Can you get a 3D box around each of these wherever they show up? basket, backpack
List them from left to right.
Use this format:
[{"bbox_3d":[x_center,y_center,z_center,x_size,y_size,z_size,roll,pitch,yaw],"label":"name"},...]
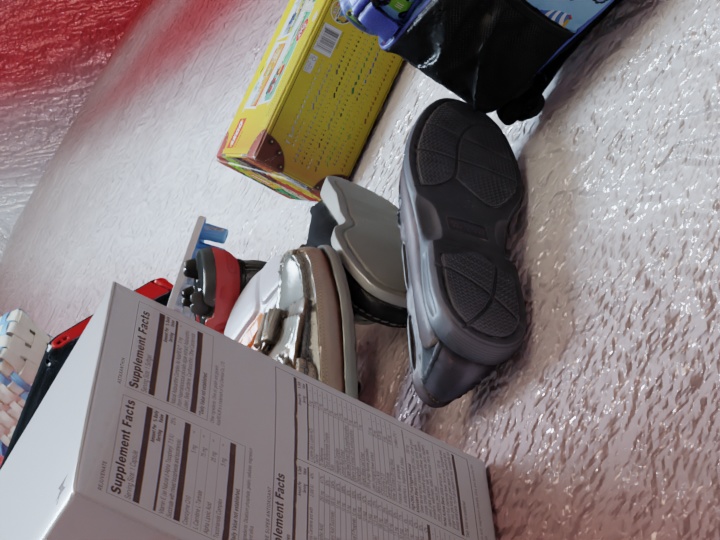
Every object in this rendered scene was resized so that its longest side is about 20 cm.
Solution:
[{"bbox_3d":[-0.414,0.150,1.826,0.199,0.176,0.140,-34,30,24],"label":"basket"},{"bbox_3d":[0.096,-0.209,0.859,0.200,0.134,0.184,-42,28,45],"label":"backpack"}]

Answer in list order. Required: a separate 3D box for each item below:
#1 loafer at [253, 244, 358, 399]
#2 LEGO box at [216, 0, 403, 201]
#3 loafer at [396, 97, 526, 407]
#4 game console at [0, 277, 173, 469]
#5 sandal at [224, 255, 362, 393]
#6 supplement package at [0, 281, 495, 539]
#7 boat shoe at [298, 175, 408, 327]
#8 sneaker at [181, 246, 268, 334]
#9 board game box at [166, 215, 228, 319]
[{"bbox_3d":[-0.036,0.080,0.840,0.072,0.062,0.202,132,137,-64],"label":"loafer"},{"bbox_3d":[-0.028,-0.160,1.257,0.201,0.077,0.149,-65,16,-3],"label":"LEGO box"},{"bbox_3d":[0.045,-0.014,0.841,0.063,0.071,0.201,-57,21,36],"label":"loafer"},{"bbox_3d":[-0.241,0.105,1.424,0.177,0.031,0.201,-36,-22,-53],"label":"game console"},{"bbox_3d":[-0.031,0.089,0.946,0.079,0.059,0.208,-43,47,34],"label":"sandal"},{"bbox_3d":[-0.060,0.139,0.696,0.152,0.199,0.151,-55,19,26],"label":"supplement package"},{"bbox_3d":[0.000,0.000,0.944,0.061,0.073,0.200,-66,19,14],"label":"boat shoe"},{"bbox_3d":[-0.074,0.075,1.069,0.071,0.097,0.202,-108,23,-54],"label":"sneaker"},{"bbox_3d":[-0.141,0.094,1.204,0.201,0.026,0.201,104,-179,-57],"label":"board game box"}]
